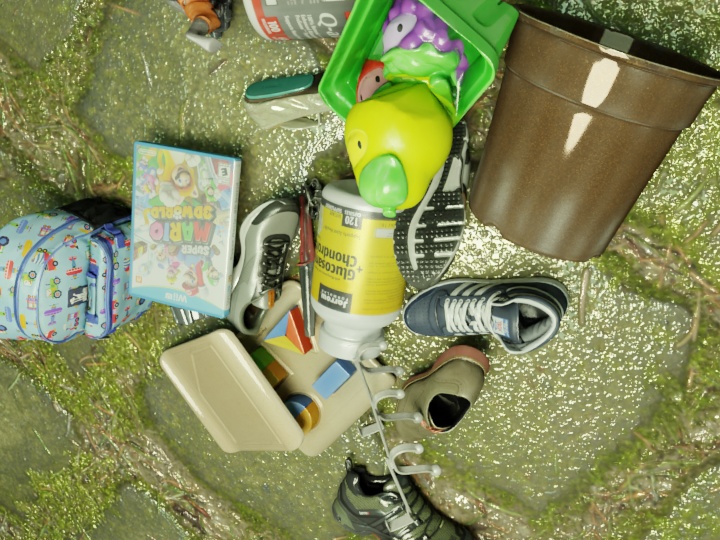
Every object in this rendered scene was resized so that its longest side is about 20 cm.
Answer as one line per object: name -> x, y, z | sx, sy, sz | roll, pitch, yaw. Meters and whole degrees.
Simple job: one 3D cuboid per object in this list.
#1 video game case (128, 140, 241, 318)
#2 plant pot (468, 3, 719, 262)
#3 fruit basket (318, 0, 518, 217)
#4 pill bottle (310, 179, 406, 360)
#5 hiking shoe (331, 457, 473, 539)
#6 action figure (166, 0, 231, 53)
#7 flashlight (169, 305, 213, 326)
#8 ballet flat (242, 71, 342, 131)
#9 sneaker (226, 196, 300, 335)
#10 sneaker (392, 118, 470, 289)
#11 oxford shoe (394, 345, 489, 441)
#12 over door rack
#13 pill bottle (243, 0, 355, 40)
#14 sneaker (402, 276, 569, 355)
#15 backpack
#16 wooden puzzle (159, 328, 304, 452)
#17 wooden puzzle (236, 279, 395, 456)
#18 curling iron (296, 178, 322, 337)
video game case -> -0.222, -0.051, 0.824 | 0.143, 0.018, 0.200 | 12, 106, 16
plant pot -> 0.207, -0.129, 0.647 | 0.200, 0.200, 0.198 | 24, 119, 9
fruit basket -> 0.032, -0.156, 0.602 | 0.155, 0.216, 0.216 | 42, 114, -1
pill bottle -> 0.000, 0.000, 0.786 | 0.112, 0.112, 0.200 | 12, 109, 14
hiking shoe -> 0.059, 0.323, 0.886 | 0.200, 0.076, 0.101 | 16, 114, 13
action figure -> -0.185, -0.343, 0.709 | 0.104, 0.193, 0.200 | -11, 122, -23
flashlight -> -0.245, -0.028, 0.885 | 0.068, 0.068, 0.200 | -15, 97, 23
ballet flat -> -0.041, -0.202, 0.775 | 0.200, 0.067, 0.062 | -2, 133, 22
sneaker -> -0.119, -0.005, 0.832 | 0.079, 0.074, 0.200 | 48, 125, 33
sneaker -> 0.087, -0.069, 0.712 | 0.074, 0.080, 0.200 | 6, 69, 21
oxford shoe -> 0.085, 0.168, 0.805 | 0.070, 0.075, 0.200 | 26, 137, -1
over door rack -> 0.041, 0.195, 0.788 | 0.067, 0.148, 0.200 | -12, 138, -9
pill bottle -> -0.015, -0.306, 0.695 | 0.200, 0.116, 0.116 | 3, 107, 17
sneaker -> 0.135, 0.053, 0.761 | 0.200, 0.108, 0.070 | -8, 103, 20
backpack -> -0.378, 0.009, 0.858 | 0.134, 0.200, 0.183 | 18, 110, 14
wooden puzzle -> -0.177, 0.168, 0.903 | 0.200, 0.037, 0.185 | -23, 104, 48
wooden puzzle -> -0.082, 0.141, 0.891 | 0.200, 0.046, 0.185 | 43, 113, 1
curling iron -> -0.065, -0.015, 0.828 | 0.026, 0.050, 0.200 | 1, 99, -16
